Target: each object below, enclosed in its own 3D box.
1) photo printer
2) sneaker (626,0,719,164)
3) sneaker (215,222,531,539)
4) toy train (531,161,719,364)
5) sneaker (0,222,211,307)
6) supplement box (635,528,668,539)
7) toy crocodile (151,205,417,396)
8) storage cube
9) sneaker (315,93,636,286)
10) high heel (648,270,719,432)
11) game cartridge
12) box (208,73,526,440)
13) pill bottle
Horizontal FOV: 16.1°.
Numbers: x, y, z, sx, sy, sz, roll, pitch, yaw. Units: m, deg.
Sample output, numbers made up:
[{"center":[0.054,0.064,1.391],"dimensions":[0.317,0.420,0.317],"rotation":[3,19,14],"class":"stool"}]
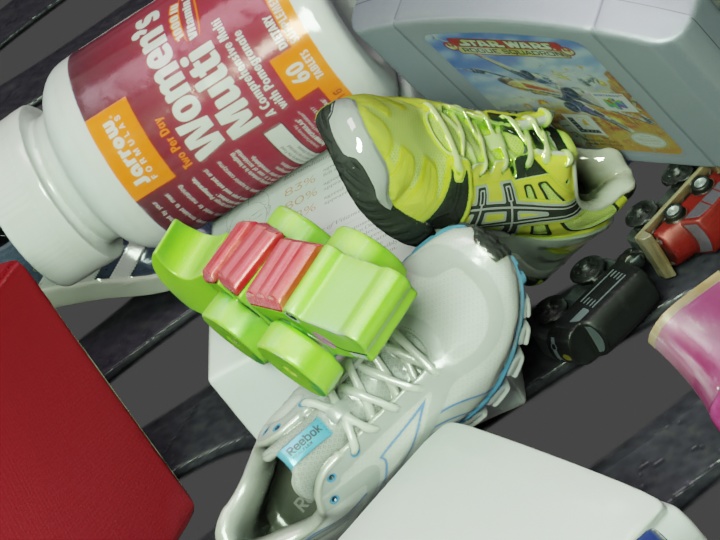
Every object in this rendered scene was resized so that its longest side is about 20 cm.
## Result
[{"center":[0.032,0.165,1.054],"dimensions":[0.200,0.070,0.166],"rotation":[-47,32,-17],"class":"photo printer"},{"center":[0.117,-0.122,1.337],"dimensions":[0.077,0.085,0.200],"rotation":[-2,46,44],"class":"sneaker"},{"center":[0.002,0.065,1.139],"dimensions":[0.200,0.075,0.087],"rotation":[-56,-19,26],"class":"sneaker"},{"center":[0.160,-0.029,1.219],"dimensions":[0.200,0.034,0.046],"rotation":[-45,34,-14],"class":"toy train"},{"center":[-0.154,-0.033,1.465],"dimensions":[0.199,0.085,0.075],"rotation":[-15,34,4],"class":"sneaker"},{"center":[0.076,0.211,0.908],"dimensions":[0.200,0.109,0.110],"rotation":[-39,31,-3],"class":"supplement box"},{"center":[-0.034,0.006,1.134],"dimensions":[0.068,0.062,0.200],"rotation":[-54,23,-7],"class":"toy crocodile"},{"center":[-0.221,0.123,1.250],"dimensions":[0.170,0.200,0.180],"rotation":[-10,34,38],"class":"storage cube"},{"center":[0.053,-0.052,1.179],"dimensions":[0.076,0.200,0.076],"rotation":[-36,63,24],"class":"sneaker"},{"center":[0.226,0.008,1.100],"dimensions":[0.200,0.067,0.096],"rotation":[-32,65,-23],"class":"high heel"},{"center":[0.096,-0.098,1.203],"dimensions":[0.199,0.133,0.042],"rotation":[7,71,42],"class":"game cartridge"},{"center":[0.000,0.000,1.281],"dimensions":[0.124,0.098,0.200],"rotation":[-27,33,17],"class":"box"},{"center":[-0.089,-0.080,1.278],"dimensions":[0.200,0.110,0.110],"rotation":[-31,31,12],"class":"pill bottle"}]
